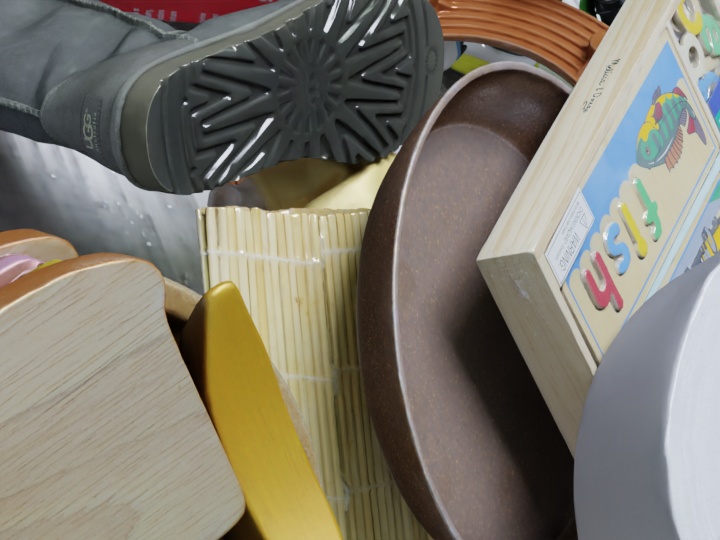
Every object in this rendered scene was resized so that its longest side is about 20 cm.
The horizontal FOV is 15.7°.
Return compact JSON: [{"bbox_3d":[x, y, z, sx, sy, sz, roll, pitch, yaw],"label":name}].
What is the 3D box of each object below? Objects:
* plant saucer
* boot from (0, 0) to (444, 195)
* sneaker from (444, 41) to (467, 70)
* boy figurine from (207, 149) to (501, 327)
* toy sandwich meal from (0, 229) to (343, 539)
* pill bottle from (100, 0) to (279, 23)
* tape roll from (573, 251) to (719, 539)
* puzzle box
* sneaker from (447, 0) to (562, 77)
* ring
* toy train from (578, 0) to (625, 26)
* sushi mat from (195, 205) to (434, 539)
[{"bbox_3d":[0.055,0.026,0.942,0.200,0.034,0.201,20,65,-53],"label":"plant saucer"},{"bbox_3d":[-0.094,-0.084,0.989,0.200,0.073,0.182,12,17,42],"label":"boot"},{"bbox_3d":[-0.042,-0.146,1.176,0.200,0.072,0.073,36,70,-7],"label":"sneaker"},{"bbox_3d":[0.000,0.000,0.985,0.124,0.064,0.200,37,54,7],"label":"boy figurine"},{"bbox_3d":[-0.081,0.084,0.789,0.205,0.070,0.206,-2,93,-33],"label":"toy sandwich meal"},{"bbox_3d":[-0.082,-0.160,1.080,0.199,0.112,0.112,3,42,-5],"label":"pill bottle"},{"bbox_3d":[0.175,0.078,0.896,0.200,0.066,0.201,8,68,-22],"label":"tape roll"},{"bbox_3d":[0.113,-0.011,0.985,0.133,0.025,0.200,62,38,-27],"label":"puzzle box"},{"bbox_3d":[0.079,-0.169,1.263,0.074,0.085,0.200,21,39,-17],"label":"sneaker"},{"bbox_3d":[0.040,-0.054,1.089,0.200,0.019,0.201,1,51,-2],"label":"ring"},{"bbox_3d":[0.120,-0.127,1.193,0.200,0.042,0.057,50,34,-59],"label":"toy train"},{"bbox_3d":[-0.009,0.075,0.903,0.095,0.012,0.201,1,79,-38],"label":"sushi mat"}]
